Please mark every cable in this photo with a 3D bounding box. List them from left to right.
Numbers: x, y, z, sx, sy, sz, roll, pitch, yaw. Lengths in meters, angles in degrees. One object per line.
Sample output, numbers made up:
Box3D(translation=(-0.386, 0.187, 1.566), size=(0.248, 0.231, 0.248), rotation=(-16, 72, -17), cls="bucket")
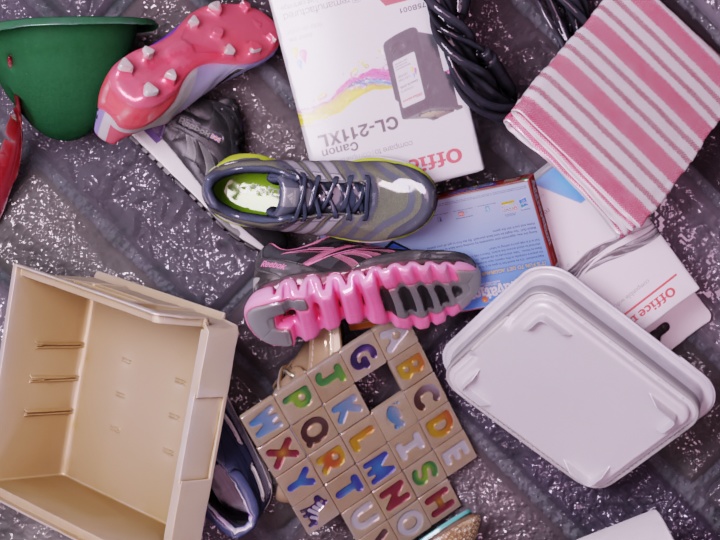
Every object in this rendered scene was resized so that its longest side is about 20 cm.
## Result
Box3D(translation=(0.127, -0.203, 1.222), size=(0.163, 0.051, 0.201), rotation=(-38, 112, -38), cls="cable")

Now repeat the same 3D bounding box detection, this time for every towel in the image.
Box3D(translation=(0.223, -0.141, 1.235), size=(0.146, 0.030, 0.200), rotation=(43, 64, -6), cls="towel")

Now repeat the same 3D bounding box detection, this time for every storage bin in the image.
Box3D(translation=(-0.211, 0.115, 1.234), size=(0.198, 0.093, 0.202), rotation=(16, 97, 39), cls="storage bin")

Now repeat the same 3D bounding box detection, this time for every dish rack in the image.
Box3D(translation=(0.178, 0.102, 1.244), size=(0.199, 0.044, 0.172), rotation=(37, 132, -8), cls="dish rack")

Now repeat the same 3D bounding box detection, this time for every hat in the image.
Box3D(translation=(-0.247, -0.115, 1.228), size=(0.164, 0.200, 0.178), rotation=(-5, 96, -14), cls="hat")

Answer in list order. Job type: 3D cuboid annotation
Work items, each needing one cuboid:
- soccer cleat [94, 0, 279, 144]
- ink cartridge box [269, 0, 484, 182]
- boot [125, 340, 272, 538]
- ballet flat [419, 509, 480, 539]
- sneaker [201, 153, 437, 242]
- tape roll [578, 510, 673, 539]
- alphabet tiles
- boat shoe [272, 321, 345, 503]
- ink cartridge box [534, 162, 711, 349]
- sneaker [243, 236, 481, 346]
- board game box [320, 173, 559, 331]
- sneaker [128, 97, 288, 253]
Box3D(translation=(-0.144, -0.167, 1.226), size=(0.067, 0.200, 0.077), rotation=(47, 134, 5), cls="soccer cleat")
Box3D(translation=(0.014, -0.164, 1.250), size=(0.145, 0.083, 0.202), rotation=(-14, 95, 3), cls="ink cartridge box")
Box3D(translation=(-0.143, 0.136, 1.283), size=(0.073, 0.090, 0.201), rotation=(-35, 94, 5), cls="boot")
Box3D(translation=(0.035, 0.289, 1.304), size=(0.199, 0.070, 0.066), rotation=(-36, 68, 13), cls="ballet flat")
Box3D(translation=(-0.037, -0.056, 1.182), size=(0.198, 0.081, 0.075), rotation=(0, 97, 9), cls="sneaker")
Box3D(translation=(0.223, 0.320, 1.231), size=(0.138, 0.203, 0.204), rotation=(-22, 95, 3), cls="tape roll")
Box3D(translation=(0.009, 0.157, 1.276), size=(0.167, 0.008, 0.201), rotation=(-33, 116, -11), cls="alphabet tiles")
Box3D(translation=(-0.046, 0.110, 1.288), size=(0.064, 0.071, 0.202), rotation=(2, 97, 1), cls="boat shoe")
Box3D(translation=(0.209, 0.000, 1.270), size=(0.116, 0.068, 0.200), rotation=(-38, 94, 6), cls="ink cartridge box")
Box3D(translation=(0.000, 0.000, 1.231), size=(0.198, 0.096, 0.079), rotation=(-6, 135, 0), cls="sneaker")
Box3D(translation=(0.066, -0.013, 1.253), size=(0.199, 0.019, 0.104), rotation=(-11, 105, 26), cls="board game box")
Box3D(translation=(-0.123, -0.101, 1.268), size=(0.200, 0.076, 0.088), rotation=(45, 90, -3), cls="sneaker")
